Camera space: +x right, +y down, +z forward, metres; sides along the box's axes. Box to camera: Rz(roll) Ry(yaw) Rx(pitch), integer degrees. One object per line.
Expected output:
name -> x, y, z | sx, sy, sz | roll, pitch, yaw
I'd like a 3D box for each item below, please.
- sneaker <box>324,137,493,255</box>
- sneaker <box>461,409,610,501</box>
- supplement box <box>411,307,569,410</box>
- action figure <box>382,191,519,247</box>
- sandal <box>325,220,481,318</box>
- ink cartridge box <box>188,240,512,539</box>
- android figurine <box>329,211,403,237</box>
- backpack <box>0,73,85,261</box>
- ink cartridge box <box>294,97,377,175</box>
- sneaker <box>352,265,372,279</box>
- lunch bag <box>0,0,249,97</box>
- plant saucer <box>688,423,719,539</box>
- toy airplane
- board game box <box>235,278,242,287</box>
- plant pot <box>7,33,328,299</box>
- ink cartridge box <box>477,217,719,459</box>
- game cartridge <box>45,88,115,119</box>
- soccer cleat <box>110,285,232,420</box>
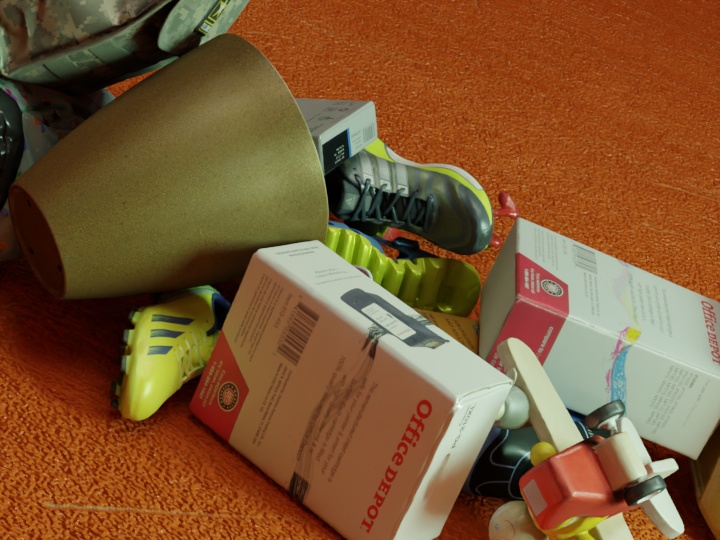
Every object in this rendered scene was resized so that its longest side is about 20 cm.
sneaker -> 0.021, -0.059, 1.795 | 0.200, 0.074, 0.081 | 24, 31, 29
sneaker -> 0.152, 0.152, 1.689 | 0.078, 0.070, 0.200 | 34, 25, 35
supplement box -> 0.085, 0.079, 1.786 | 0.199, 0.069, 0.067 | 13, 28, -31
action figure -> 0.051, -0.067, 2.072 | 0.200, 0.065, 0.099 | -1, 40, -46
sandal -> 0.000, 0.000, 1.797 | 0.200, 0.080, 0.087 | 16, 12, -34
ink cartridge box -> -0.009, 0.093, 1.566 | 0.200, 0.145, 0.084 | 36, 25, 26
android figurine -> -0.026, -0.094, 1.945 | 0.182, 0.041, 0.200 | 26, 23, -11
backpack -> -0.290, -0.081, 1.691 | 0.126, 0.167, 0.200 | 33, 12, 8
ink cartridge box -> -0.096, -0.115, 1.788 | 0.199, 0.039, 0.099 | 6, 25, 27
sneaker -> 0.008, 0.069, 1.673 | 0.200, 0.113, 0.071 | 30, 24, 14
lunch bag -> -0.173, -0.215, 1.663 | 0.164, 0.199, 0.118 | 2, 70, -81
plant saucer -> 0.317, 0.109, 1.773 | 0.048, 0.201, 0.200 | 17, 23, -6
toy airplane -> 0.160, 0.167, 1.582 | 0.199, 0.141, 0.200 | 55, 11, -29
board game box -> -0.080, -0.019, 1.802 | 0.095, 0.030, 0.200 | -11, 62, -53
plant pot -> -0.156, -0.059, 1.621 | 0.200, 0.187, 0.186 | -24, 45, -25
ink cartridge box -> 0.201, 0.055, 1.766 | 0.199, 0.086, 0.148 | 24, 26, -7
game cartridge -> -0.248, -0.140, 1.862 | 0.133, 0.041, 0.200 | 25, -8, 19
soccer cleat -> -0.135, 0.058, 1.622 | 0.083, 0.065, 0.200 | 18, 22, 0
